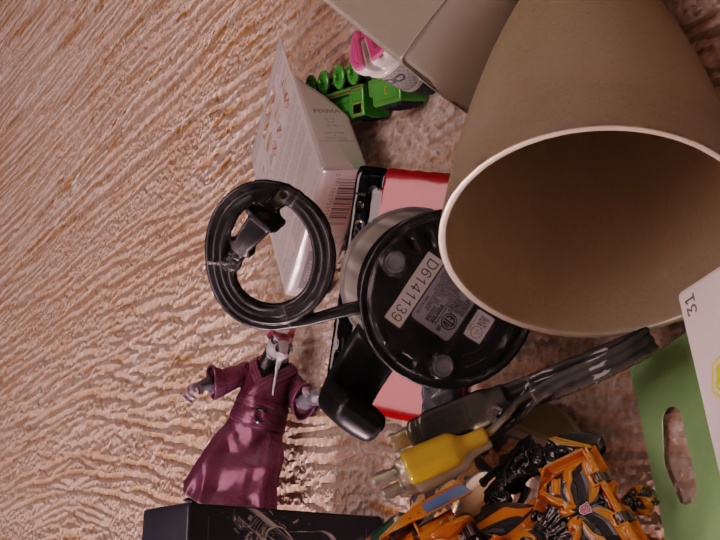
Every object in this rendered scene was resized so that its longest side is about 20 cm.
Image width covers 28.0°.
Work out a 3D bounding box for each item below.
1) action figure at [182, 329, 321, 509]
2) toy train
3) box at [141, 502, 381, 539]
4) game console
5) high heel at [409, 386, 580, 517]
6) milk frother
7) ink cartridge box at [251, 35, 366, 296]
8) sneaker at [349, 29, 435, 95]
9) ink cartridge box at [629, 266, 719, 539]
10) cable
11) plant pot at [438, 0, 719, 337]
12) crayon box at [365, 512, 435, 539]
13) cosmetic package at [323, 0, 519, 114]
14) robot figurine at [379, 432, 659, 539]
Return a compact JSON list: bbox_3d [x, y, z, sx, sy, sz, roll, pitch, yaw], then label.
[{"bbox_3d":[-0.091,0.146,1.385,0.149,0.133,0.201,41,-113,-72],"label":"action figure"},{"bbox_3d":[0.002,-0.163,1.322,0.200,0.041,0.057,-5,89,63],"label":"toy train"},{"bbox_3d":[-0.085,0.301,1.194,0.104,0.181,0.202,-23,63,59],"label":"box"},{"bbox_3d":[0.042,0.021,1.211,0.172,0.118,0.202,21,-102,-86],"label":"game console"},{"bbox_3d":[0.100,0.163,1.016,0.200,0.071,0.144,16,107,61],"label":"high heel"},{"bbox_3d":[0.000,0.000,1.017,0.180,0.200,0.188,-38,5,-3],"label":"milk frother"},{"bbox_3d":[-0.054,-0.101,1.380,0.201,0.050,0.162,-106,25,-43],"label":"ink cartridge box"},{"bbox_3d":[0.080,-0.221,1.153,0.200,0.087,0.074,-50,41,9],"label":"sneaker"},{"bbox_3d":[0.214,0.079,0.826,0.200,0.048,0.146,-41,47,49],"label":"ink cartridge box"},{"bbox_3d":[0.101,0.093,0.920,0.199,0.097,0.051,-22,82,14],"label":"cable"},{"bbox_3d":[0.145,-0.094,0.899,0.187,0.186,0.201,-50,26,45],"label":"plant pot"},{"bbox_3d":[0.078,0.265,0.945,0.051,0.126,0.201,-47,42,48],"label":"crayon box"},{"bbox_3d":[0.036,-0.200,1.040,0.087,0.103,0.200,-51,44,8],"label":"cosmetic package"},{"bbox_3d":[0.092,0.182,0.881,0.199,0.058,0.146,-30,59,4],"label":"robot figurine"}]
